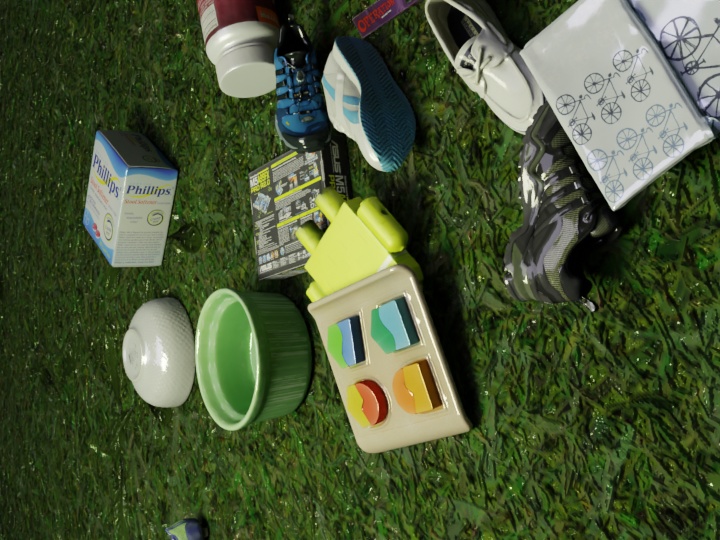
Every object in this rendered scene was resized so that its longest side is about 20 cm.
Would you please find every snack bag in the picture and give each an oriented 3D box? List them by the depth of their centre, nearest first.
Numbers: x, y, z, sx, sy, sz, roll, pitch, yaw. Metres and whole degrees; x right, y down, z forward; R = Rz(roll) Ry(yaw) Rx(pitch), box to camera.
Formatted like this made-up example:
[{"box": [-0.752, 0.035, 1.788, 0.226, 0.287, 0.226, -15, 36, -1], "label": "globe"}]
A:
[{"box": [0.246, -0.180, 0.721, 0.200, 0.021, 0.190, -38, 61, 31], "label": "snack bag"}]

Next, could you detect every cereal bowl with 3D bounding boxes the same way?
[{"box": [-0.378, 0.152, 1.596, 0.199, 0.083, 0.203, 4, 95, 53], "label": "cereal bowl"}]

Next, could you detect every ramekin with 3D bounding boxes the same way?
[{"box": [-0.154, 0.125, 1.268, 0.199, 0.097, 0.202, 3, 93, 55], "label": "ramekin"}]

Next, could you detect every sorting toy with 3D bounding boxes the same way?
[{"box": [0.025, 0.111, 1.015, 0.184, 0.036, 0.202, -25, 87, 46], "label": "sorting toy"}]

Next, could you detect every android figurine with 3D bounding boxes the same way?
[{"box": [0.000, 0.000, 1.056, 0.201, 0.041, 0.182, 52, 132, 17], "label": "android figurine"}]

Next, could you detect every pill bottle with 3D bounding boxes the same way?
[{"box": [-0.175, -0.363, 1.265, 0.114, 0.113, 0.202, -32, 66, 50], "label": "pill bottle"}]

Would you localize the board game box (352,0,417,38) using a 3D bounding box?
[{"box": [0.089, -0.309, 0.900, 0.199, 0.120, 0.033, -17, 105, 53], "label": "board game box"}]

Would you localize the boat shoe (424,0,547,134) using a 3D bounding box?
[{"box": [0.127, -0.215, 0.888, 0.072, 0.065, 0.201, -52, 51, 41], "label": "boat shoe"}]

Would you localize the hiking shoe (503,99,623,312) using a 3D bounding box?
[{"box": [0.198, -0.065, 0.806, 0.100, 0.075, 0.202, 10, 95, 30], "label": "hiking shoe"}]

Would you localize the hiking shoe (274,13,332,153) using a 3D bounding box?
[{"box": [-0.084, -0.235, 1.124, 0.087, 0.074, 0.201, 80, 176, -52], "label": "hiking shoe"}]

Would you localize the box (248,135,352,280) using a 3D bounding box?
[{"box": [-0.084, -0.082, 1.208, 0.199, 0.044, 0.162, -18, 76, 53], "label": "box"}]

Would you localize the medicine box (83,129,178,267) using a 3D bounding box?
[{"box": [-0.437, -0.137, 1.650, 0.182, 0.102, 0.202, 42, 125, 45], "label": "medicine box"}]

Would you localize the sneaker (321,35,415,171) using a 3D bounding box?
[{"box": [0.007, -0.190, 1.060, 0.081, 0.076, 0.201, -60, 39, 45], "label": "sneaker"}]

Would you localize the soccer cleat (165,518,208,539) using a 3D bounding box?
[{"box": [-0.314, 0.527, 1.518, 0.064, 0.083, 0.203, 18, 106, 52], "label": "soccer cleat"}]
